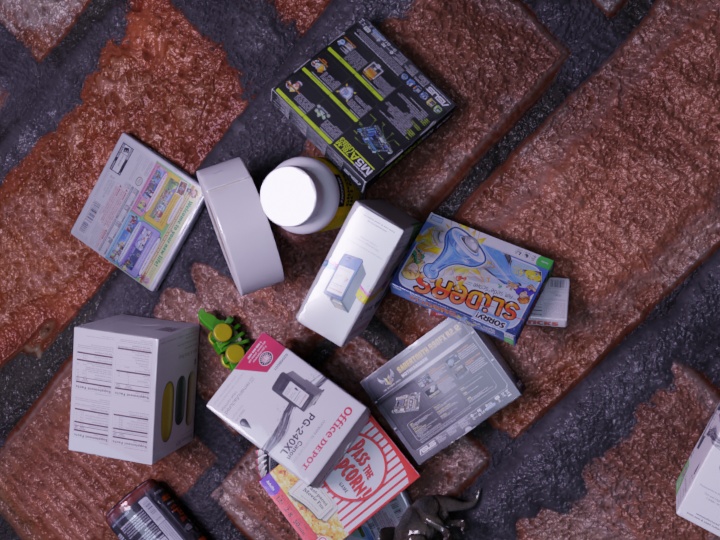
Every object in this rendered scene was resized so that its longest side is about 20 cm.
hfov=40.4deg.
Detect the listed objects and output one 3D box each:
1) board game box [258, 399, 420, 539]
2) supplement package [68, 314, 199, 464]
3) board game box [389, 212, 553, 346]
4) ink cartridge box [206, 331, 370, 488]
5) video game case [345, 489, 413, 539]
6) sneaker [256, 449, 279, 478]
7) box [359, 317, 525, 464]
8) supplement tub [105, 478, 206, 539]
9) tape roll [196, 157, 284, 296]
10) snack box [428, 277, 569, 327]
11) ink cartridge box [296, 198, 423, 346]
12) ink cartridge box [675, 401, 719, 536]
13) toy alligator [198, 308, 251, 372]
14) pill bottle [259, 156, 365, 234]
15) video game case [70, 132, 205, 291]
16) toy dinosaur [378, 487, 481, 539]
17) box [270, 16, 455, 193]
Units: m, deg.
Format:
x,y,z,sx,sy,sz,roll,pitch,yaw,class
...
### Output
x,y,z,sx,sy,sz,roll,pitch,yaw,class
-0.031,0.321,1.508,0.200,0.046,0.152,-39,78,-7,board game box
-0.363,0.186,1.581,0.151,0.152,0.200,7,97,15,supplement package
0.162,0.010,1.423,0.200,0.034,0.135,22,67,19,board game box
-0.105,0.211,1.473,0.200,0.083,0.145,35,79,12,ink cartridge box
0.022,0.443,1.561,0.182,0.022,0.200,-27,88,17,video game case
-0.114,0.252,1.552,0.075,0.081,0.200,14,99,13,sneaker
0.124,0.175,1.489,0.200,0.048,0.158,-38,83,16,box
-0.322,0.451,1.621,0.107,0.107,0.200,-44,83,16,supplement tub
-0.181,-0.067,1.472,0.071,0.202,0.203,-19,90,-9,tape roll
0.203,0.039,1.436,0.200,0.024,0.072,4,59,11,snack box
0.000,0.000,1.457,0.087,0.145,0.200,32,103,10,ink cartridge box
0.511,0.244,1.329,0.084,0.145,0.200,27,102,14,ink cartridge box
-0.193,0.140,1.581,0.054,0.059,0.200,-30,86,-23,toy alligator
-0.071,-0.111,1.439,0.112,0.200,0.113,2,96,16,pill bottle
-0.365,-0.096,1.623,0.182,0.022,0.200,34,103,11,video game case
0.098,0.386,1.484,0.200,0.077,0.102,-47,53,-8,toy dinosaur
0.005,-0.245,1.435,0.193,0.048,0.200,-43,82,-15,box
